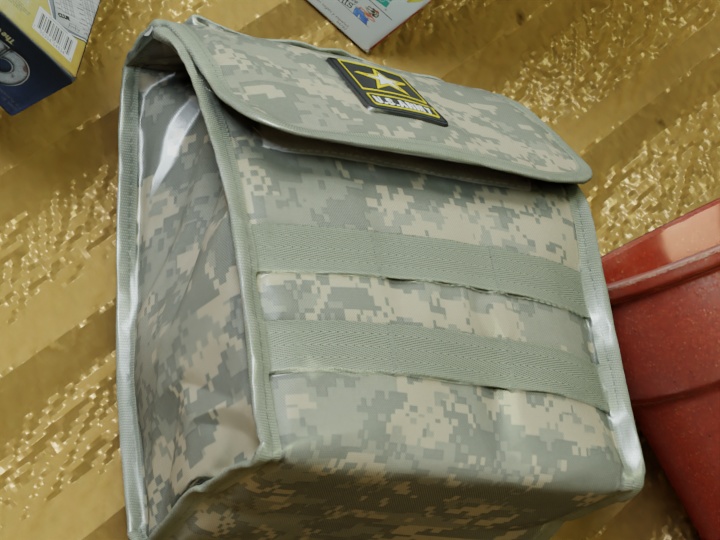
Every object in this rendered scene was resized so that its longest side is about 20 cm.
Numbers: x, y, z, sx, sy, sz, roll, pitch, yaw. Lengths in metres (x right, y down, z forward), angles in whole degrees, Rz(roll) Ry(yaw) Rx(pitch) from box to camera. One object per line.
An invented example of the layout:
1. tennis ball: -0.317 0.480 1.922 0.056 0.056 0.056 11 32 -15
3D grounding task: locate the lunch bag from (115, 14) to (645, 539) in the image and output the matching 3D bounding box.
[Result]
1. lunch bag: 0.000 0.000 0.906 0.163 0.118 0.201 9 59 -31

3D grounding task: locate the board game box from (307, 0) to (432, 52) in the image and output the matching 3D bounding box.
1. board game box: 0.038 -0.191 0.960 0.105 0.200 0.103 41 53 -13

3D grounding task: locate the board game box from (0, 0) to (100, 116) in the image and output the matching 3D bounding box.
1. board game box: -0.162 -0.166 0.846 0.200 0.034 0.136 44 39 -30

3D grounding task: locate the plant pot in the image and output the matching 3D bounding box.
1. plant pot: 0.202 0.059 0.977 0.200 0.200 0.196 -27 93 -39
